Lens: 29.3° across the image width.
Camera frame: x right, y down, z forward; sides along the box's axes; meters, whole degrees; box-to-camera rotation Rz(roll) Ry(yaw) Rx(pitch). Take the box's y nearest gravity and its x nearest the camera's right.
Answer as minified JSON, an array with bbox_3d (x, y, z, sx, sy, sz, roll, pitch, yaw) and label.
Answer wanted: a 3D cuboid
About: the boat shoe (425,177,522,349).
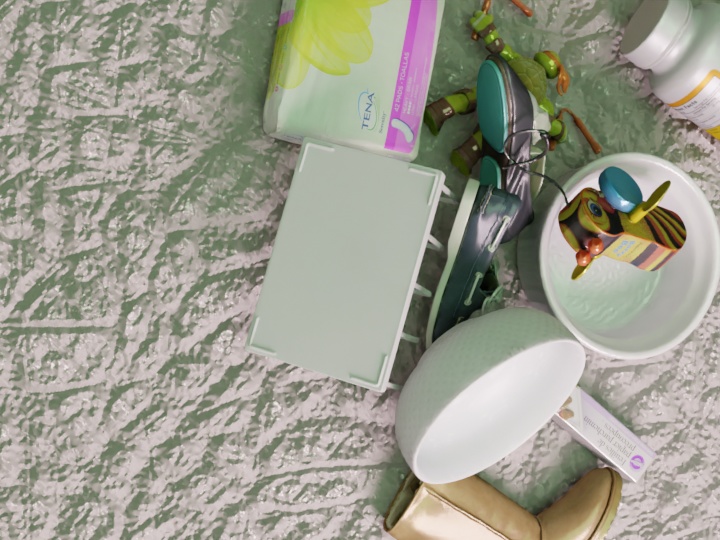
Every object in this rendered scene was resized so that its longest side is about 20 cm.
[{"bbox_3d":[0.109,0.006,1.326,0.061,0.075,0.202,17,120,8],"label":"boat shoe"}]

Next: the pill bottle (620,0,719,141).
[{"bbox_3d":[0.368,-0.203,1.413,0.198,0.111,0.112,31,83,-14],"label":"pill bottle"}]

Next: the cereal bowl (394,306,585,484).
[{"bbox_3d":[0.111,0.106,1.300,0.198,0.201,0.084,-30,61,-13],"label":"cereal bowl"}]

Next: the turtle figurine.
[{"bbox_3d":[0.151,-0.167,1.375,0.161,0.064,0.201,-37,105,-10],"label":"turtle figurine"}]

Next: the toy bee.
[{"bbox_3d":[0.220,-0.037,1.274,0.197,0.132,0.110,8,46,-9],"label":"toy bee"}]

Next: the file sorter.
[{"bbox_3d":[0.000,0.000,1.289,0.137,0.124,0.203,15,87,18],"label":"file sorter"}]

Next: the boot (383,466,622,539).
[{"bbox_3d":[0.148,0.235,1.386,0.199,0.066,0.177,32,82,-13],"label":"boot"}]

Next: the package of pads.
[{"bbox_3d":[-0.007,-0.214,1.328,0.152,0.068,0.203,10,88,-16],"label":"package of pads"}]

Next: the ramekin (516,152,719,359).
[{"bbox_3d":[0.254,-0.015,1.393,0.197,0.098,0.204,0,91,-16],"label":"ramekin"}]

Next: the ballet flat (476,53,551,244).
[{"bbox_3d":[0.146,-0.119,1.318,0.072,0.073,0.203,-12,125,-15],"label":"ballet flat"}]

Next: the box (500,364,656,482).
[{"bbox_3d":[0.218,0.142,1.416,0.199,0.041,0.039,40,82,-12],"label":"box"}]
